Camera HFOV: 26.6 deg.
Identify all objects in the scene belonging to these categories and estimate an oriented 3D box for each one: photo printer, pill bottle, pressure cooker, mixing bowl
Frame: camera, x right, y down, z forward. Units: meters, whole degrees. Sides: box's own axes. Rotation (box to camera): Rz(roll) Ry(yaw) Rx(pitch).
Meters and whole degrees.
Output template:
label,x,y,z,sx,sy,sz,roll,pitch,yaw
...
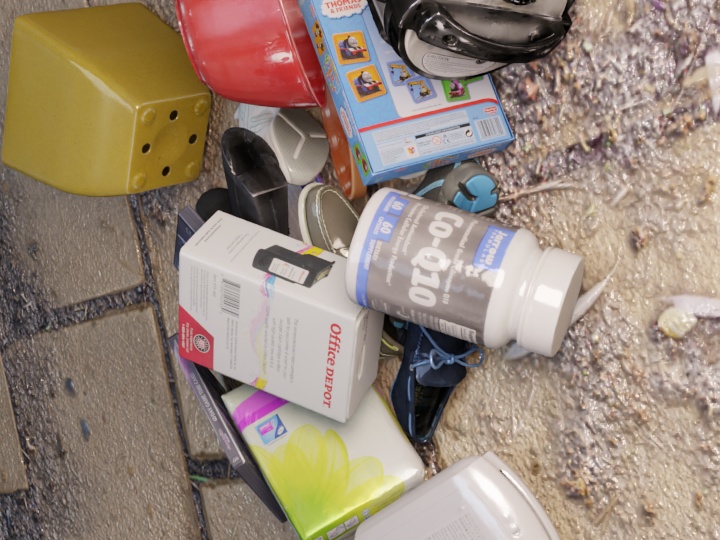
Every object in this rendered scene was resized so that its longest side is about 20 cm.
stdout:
label,x,y,z,sx,sy,sz,roll,pitch,yaw
photo printer,0.106,0.279,1.497,0.200,0.069,0.167,-39,81,37
pill bottle,0.096,0.004,1.389,0.199,0.114,0.115,17,115,16
pressure cooker,0.088,-0.263,1.319,0.179,0.175,0.201,65,-176,-62
mixing bowl,-0.110,-0.236,1.446,0.200,0.108,0.202,-16,-90,-84

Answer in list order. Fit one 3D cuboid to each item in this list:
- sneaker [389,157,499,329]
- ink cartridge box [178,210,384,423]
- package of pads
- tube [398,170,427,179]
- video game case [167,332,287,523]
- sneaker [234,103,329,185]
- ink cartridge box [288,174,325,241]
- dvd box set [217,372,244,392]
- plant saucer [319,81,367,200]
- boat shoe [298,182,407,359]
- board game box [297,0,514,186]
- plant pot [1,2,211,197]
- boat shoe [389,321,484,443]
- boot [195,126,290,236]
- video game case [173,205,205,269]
label,x,y,z,sx,sy,sz,roll,pitch,yaw
sneaker,0.076,-0.031,1.509,0.201,0.073,0.082,-65,34,29
ink cartridge box,-0.079,0.047,1.538,0.199,0.083,0.146,21,131,16
package of pads,-0.035,0.184,1.625,0.201,0.154,0.068,58,169,26
tube,0.025,-0.173,1.526,0.078,0.050,0.201,-61,32,33
video game case,-0.146,0.176,1.706,0.200,0.019,0.143,58,179,38
sneaker,-0.088,-0.144,1.645,0.080,0.070,0.201,-57,32,28
ink cartridge box,-0.064,-0.025,1.699,0.120,0.042,0.200,61,141,23
dvd box set,-0.109,0.176,1.762,0.200,0.029,0.147,53,164,30
plant saucer,-0.017,-0.173,1.548,0.200,0.032,0.202,168,90,-84
boat shoe,0.002,-0.002,1.567,0.060,0.072,0.203,-7,113,54
board game box,0.041,-0.193,1.434,0.037,0.150,0.201,135,118,-67
plant pot,-0.290,-0.190,1.832,0.200,0.195,0.195,32,123,35
boat shoe,0.084,0.091,1.515,0.069,0.084,0.201,-111,21,-43
boot,-0.129,-0.080,1.617,0.165,0.066,0.200,43,162,25
video game case,-0.156,0.013,1.715,0.143,0.019,0.200,48,163,6
